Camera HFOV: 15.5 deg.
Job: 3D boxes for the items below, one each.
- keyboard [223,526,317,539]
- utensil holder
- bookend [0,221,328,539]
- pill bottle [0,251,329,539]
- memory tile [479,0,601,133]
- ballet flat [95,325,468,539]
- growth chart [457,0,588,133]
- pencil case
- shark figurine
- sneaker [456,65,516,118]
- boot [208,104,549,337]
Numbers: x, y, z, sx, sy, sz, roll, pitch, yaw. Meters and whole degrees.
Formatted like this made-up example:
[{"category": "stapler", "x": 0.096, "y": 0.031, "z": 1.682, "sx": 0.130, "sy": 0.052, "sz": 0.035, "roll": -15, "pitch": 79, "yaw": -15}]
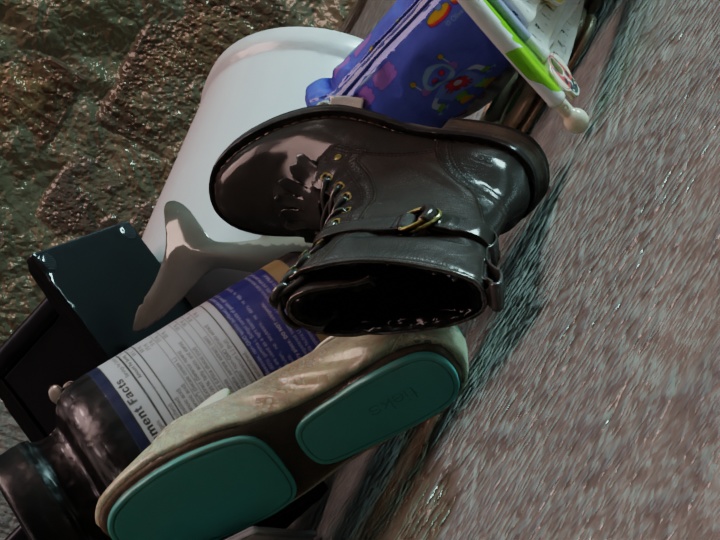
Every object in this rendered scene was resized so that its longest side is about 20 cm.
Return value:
[{"category": "keyboard", "x": -0.061, "y": 0.145, "z": 1.360, "sx": 0.056, "sy": 0.011, "sz": 0.200, "roll": -20, "pitch": -8, "yaw": 5}, {"category": "utensil holder", "x": -0.046, "y": -0.024, "z": 1.634, "sx": 0.170, "sy": 0.170, "sz": 0.200, "roll": -53, "pitch": 12, "yaw": 48}, {"category": "bookend", "x": -0.157, "y": 0.115, "z": 1.537, "sx": 0.199, "sy": 0.200, "sz": 0.092, "roll": -43, "pitch": -12, "yaw": 33}, {"category": "pill bottle", "x": -0.087, "y": 0.084, "z": 1.372, "sx": 0.200, "sy": 0.112, "sz": 0.112, "roll": -31, "pitch": 2, "yaw": -10}, {"category": "memory tile", "x": 0.113, "y": -0.143, "z": 1.588, "sx": 0.153, "sy": 0.017, "sz": 0.200, "roll": -54, "pitch": 9, "yaw": 42}, {"category": "ballet flat", "x": -0.038, "y": 0.076, "z": 1.294, "sx": 0.199, "sy": 0.068, "sz": 0.062, "roll": -25, "pitch": 35, "yaw": 5}, {"category": "growth chart", "x": 0.078, "y": -0.172, "z": 1.390, "sx": 0.018, "sy": 0.145, "sz": 0.200, "roll": -33, "pitch": 24, "yaw": 29}, {"category": "pencil case", "x": 0.047, "y": -0.134, "z": 1.519, "sx": 0.200, "sy": 0.078, "sz": 0.087, "roll": -45, "pitch": -27, "yaw": 26}, {"category": "shark figurine", "x": -0.009, "y": 0.005, "z": 1.472, "sx": 0.128, "sy": 0.214, "sz": 0.090, "roll": 22, "pitch": 117, "yaw": 56}, {"category": "sneaker", "x": 0.087, "y": -0.182, "z": 1.587, "sx": 0.201, "sy": 0.080, "sz": 0.088, "roll": -64, "pitch": -11, "yaw": 18}, {"category": "boot", "x": -0.007, "y": -0.020, "z": 1.297, "sx": 0.174, "sy": 0.199, "sz": 0.070, "roll": -53, "pitch": -45, "yaw": -59}]
